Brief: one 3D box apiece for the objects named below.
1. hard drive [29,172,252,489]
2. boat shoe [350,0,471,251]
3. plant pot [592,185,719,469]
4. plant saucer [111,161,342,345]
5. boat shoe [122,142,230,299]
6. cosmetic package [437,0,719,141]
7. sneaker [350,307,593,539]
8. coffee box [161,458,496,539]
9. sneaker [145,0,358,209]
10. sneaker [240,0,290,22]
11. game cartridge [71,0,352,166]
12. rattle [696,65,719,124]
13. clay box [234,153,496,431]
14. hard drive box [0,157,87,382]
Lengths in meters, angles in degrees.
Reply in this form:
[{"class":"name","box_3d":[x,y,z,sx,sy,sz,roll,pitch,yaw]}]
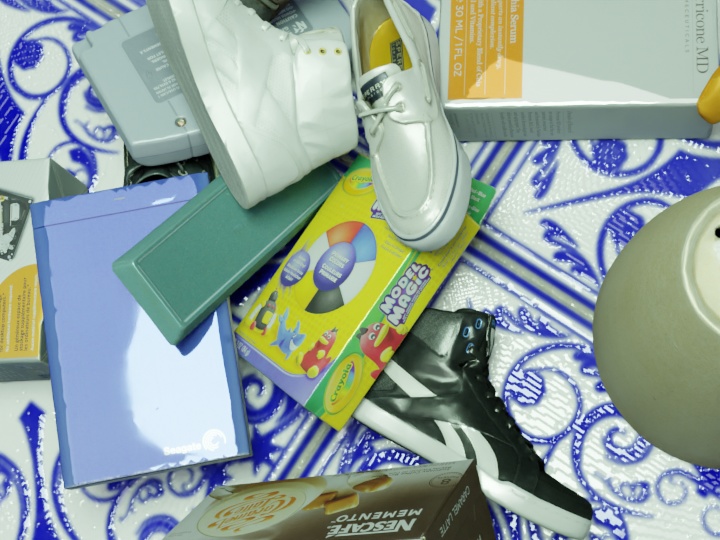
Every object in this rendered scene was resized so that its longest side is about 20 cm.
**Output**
[{"class":"hard drive","box_3d":[-0.156,0.041,0.854,0.130,0.025,0.203,-10,79,-1]},{"class":"boat shoe","box_3d":[0.024,-0.109,0.821,0.070,0.070,0.203,-23,56,29]},{"class":"plant pot","box_3d":[0.239,0.020,0.758,0.184,0.200,0.191,-3,75,10]},{"class":"plant saucer","box_3d":[-0.086,-0.034,0.860,0.070,0.019,0.200,52,54,-9]},{"class":"boat shoe","box_3d":[-0.147,-0.052,0.918,0.073,0.066,0.203,-11,75,8]},{"class":"cosmetic package","box_3d":[0.156,-0.154,0.882,0.196,0.071,0.103,0,76,10]},{"class":"sneaker","box_3d":[0.088,0.092,0.835,0.198,0.073,0.113,28,85,17]},{"class":"coffee box","box_3d":[-0.023,0.188,0.778,0.197,0.114,0.081,-10,103,25]},{"class":"sneaker","box_3d":[-0.072,-0.158,0.834,0.114,0.074,0.202,-26,101,-15]},{"class":"sneaker","box_3d":[-0.055,-0.232,0.861,0.201,0.077,0.082,-55,37,-1]},{"class":"game cartridge","box_3d":[-0.104,-0.161,0.921,0.198,0.041,0.134,-27,61,-14]},{"class":"rattle","box_3d":[0.283,-0.203,0.849,0.141,0.130,0.203,-21,69,19]},{"class":"clay box","box_3d":[0.000,0.000,0.861,0.114,0.047,0.201,29,83,50]},{"class":"hard drive box","box_3d":[-0.318,0.005,0.933,0.197,0.077,0.159,-4,75,10]}]
